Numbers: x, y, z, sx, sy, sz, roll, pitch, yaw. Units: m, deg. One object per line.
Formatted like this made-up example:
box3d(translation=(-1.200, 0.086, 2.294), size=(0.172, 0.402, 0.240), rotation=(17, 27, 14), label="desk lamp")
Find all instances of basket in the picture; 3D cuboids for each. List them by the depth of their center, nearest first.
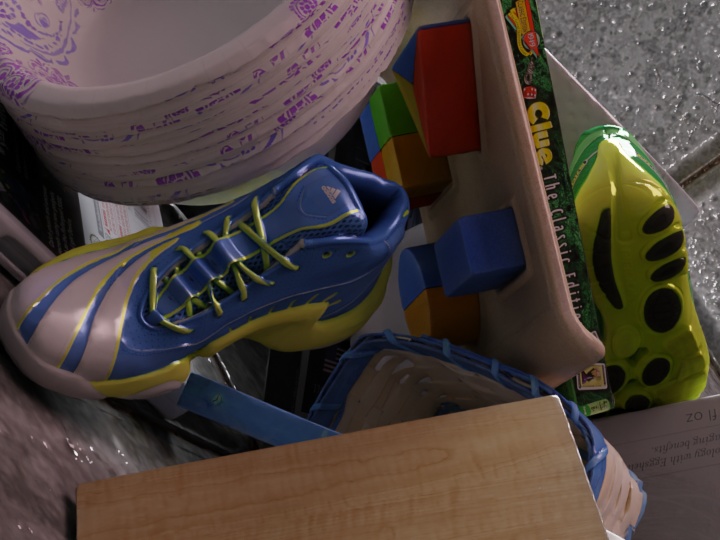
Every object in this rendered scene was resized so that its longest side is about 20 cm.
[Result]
box3d(translation=(0.032, 0.103, 1.044), size=(0.176, 0.140, 0.200), rotation=(22, -9, 39), label="basket")

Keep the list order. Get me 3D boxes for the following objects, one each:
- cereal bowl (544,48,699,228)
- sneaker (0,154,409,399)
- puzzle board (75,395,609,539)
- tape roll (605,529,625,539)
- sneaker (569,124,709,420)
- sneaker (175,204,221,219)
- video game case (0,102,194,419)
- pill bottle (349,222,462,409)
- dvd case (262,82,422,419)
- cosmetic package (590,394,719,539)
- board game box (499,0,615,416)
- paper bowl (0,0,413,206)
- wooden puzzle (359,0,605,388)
box3d(translation=(0.089, -0.075, 1.250), size=(0.200, 0.083, 0.200), rotation=(44, 6, -6), label="cereal bowl")
box3d(translation=(-0.060, -0.008, 0.987), size=(0.199, 0.105, 0.076), rotation=(-14, 60, -42), label="sneaker")
box3d(translation=(-0.008, 0.110, 0.855), size=(0.151, 0.199, 0.017), rotation=(-103, -178, -60), label="puzzle board")
box3d(translation=(0.023, 0.155, 0.820), size=(0.203, 0.202, 0.037), rotation=(-104, -176, -61), label="tape roll")
box3d(translation=(0.137, 0.006, 1.154), size=(0.201, 0.074, 0.084), rotation=(83, 2, -49), label="sneaker")
box3d(translation=(-0.035, -0.048, 1.343), size=(0.106, 0.075, 0.200), rotation=(45, 24, 9), label="sneaker")
box3d(translation=(-0.152, -0.043, 1.098), size=(0.182, 0.023, 0.200), rotation=(47, 15, -34), label="video game case")
box3d(translation=(0.084, 0.049, 1.274), size=(0.116, 0.116, 0.200), rotation=(60, 14, 25), label="pill bottle")
box3d(translation=(0.000, 0.000, 1.257), size=(0.150, 0.025, 0.201), rotation=(22, 73, -62), label="dvd case")
box3d(translation=(0.176, 0.179, 1.186), size=(0.123, 0.198, 0.201), rotation=(31, 49, -61), label="cosmetic package")
box3d(translation=(0.076, -0.036, 1.097), size=(0.105, 0.023, 0.201), rotation=(-158, -125, -70), label="board game box")
box3d(translation=(-0.069, -0.111, 1.066), size=(0.105, 0.200, 0.201), rotation=(60, 6, -40), label="paper bowl")
box3d(translation=(0.044, -0.034, 1.086), size=(0.185, 0.046, 0.201), rotation=(132, -58, -73), label="wooden puzzle")
